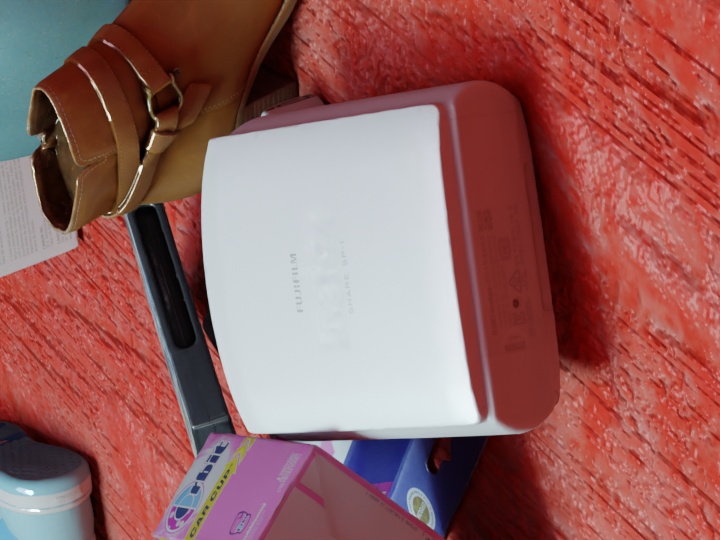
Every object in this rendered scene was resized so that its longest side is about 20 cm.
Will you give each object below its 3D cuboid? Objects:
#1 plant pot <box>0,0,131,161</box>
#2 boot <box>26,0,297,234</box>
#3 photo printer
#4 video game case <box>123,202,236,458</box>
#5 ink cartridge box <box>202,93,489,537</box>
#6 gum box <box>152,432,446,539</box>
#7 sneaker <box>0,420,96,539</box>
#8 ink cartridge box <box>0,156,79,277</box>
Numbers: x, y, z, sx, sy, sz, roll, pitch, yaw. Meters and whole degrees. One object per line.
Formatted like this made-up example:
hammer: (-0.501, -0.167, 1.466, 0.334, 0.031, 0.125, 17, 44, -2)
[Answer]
plant pot: (-0.168, -0.154, 1.554, 0.134, 0.200, 0.201, 4, 117, 19)
boot: (-0.107, -0.122, 1.459, 0.074, 0.154, 0.201, 23, 129, 45)
photo printer: (0.000, 0.000, 1.383, 0.200, 0.069, 0.167, -5, 94, 47)
video game case: (-0.097, 0.047, 1.584, 0.200, 0.025, 0.181, 81, 171, -63)
ink cartridge box: (-0.009, 0.042, 1.517, 0.200, 0.043, 0.197, 56, 149, 27)
gum box: (0.007, 0.164, 1.440, 0.200, 0.066, 0.113, 38, 163, -23)
sneaker: (-0.247, 0.183, 1.993, 0.200, 0.079, 0.131, 17, 121, 58)
ink cartridge box: (-0.275, -0.063, 1.754, 0.057, 0.200, 0.163, 26, 129, 50)
